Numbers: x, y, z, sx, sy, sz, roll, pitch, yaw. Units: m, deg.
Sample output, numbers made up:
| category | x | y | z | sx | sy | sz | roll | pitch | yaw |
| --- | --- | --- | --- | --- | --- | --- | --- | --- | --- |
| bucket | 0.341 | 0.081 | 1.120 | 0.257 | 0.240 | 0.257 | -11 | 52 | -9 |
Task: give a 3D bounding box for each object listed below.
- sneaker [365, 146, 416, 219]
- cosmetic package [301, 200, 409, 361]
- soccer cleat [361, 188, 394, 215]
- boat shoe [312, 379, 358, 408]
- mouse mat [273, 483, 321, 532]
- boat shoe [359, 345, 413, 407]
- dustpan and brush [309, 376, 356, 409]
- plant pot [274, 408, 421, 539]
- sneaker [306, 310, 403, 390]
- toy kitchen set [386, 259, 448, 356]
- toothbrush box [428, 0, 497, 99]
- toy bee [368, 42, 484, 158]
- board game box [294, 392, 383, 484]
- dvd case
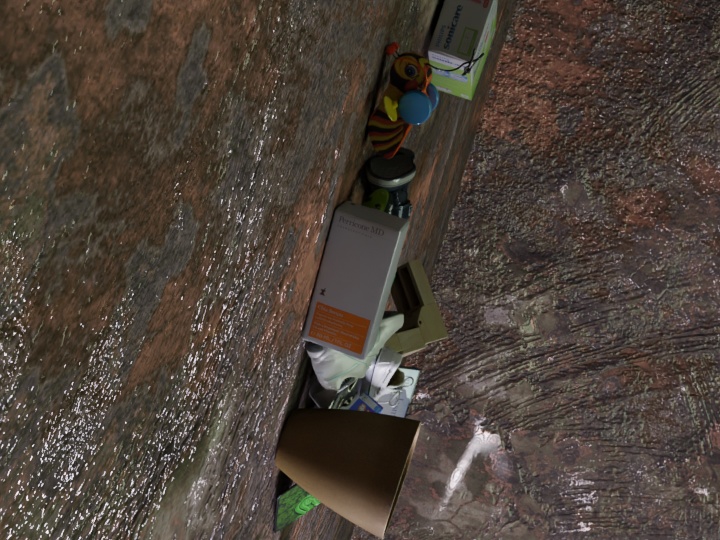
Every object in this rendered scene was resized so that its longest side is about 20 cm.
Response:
| category | x | y | z | sx | sy | sz | roll | pitch | yaw |
| --- | --- | --- | --- | --- | --- | --- | --- | --- | --- |
| sneaker | 0.040 | -0.106 | 1.713 | 0.202 | 0.076 | 0.148 | -52 | 156 | -72 |
| cosmetic package | -0.007 | 0.014 | 1.566 | 0.071 | 0.100 | 0.203 | -46 | 152 | -71 |
| soccer cleat | 0.014 | -0.028 | 1.635 | 0.068 | 0.080 | 0.202 | 46 | -60 | 50 |
| boat shoe | -0.032 | 0.199 | 1.902 | 0.074 | 0.060 | 0.202 | -24 | -138 | 57 |
| mouse mat | -0.080 | 0.379 | 1.878 | 0.160 | 0.008 | 0.201 | -30 | 158 | -21 |
| boat shoe | 0.050 | 0.194 | 1.932 | 0.203 | 0.085 | 0.075 | 98 | 14 | -57 |
| dustpan and brush | -0.052 | 0.196 | 1.801 | 0.200 | 0.057 | 0.140 | -40 | -166 | 40 |
| plant pot | -0.026 | 0.293 | 1.704 | 0.186 | 0.197 | 0.189 | 18 | 90 | -81 |
| sneaker | -0.005 | 0.118 | 1.694 | 0.199 | 0.070 | 0.081 | -27 | 111 | -41 |
| toy kitchen set | 0.039 | 0.103 | 2.288 | 0.198 | 0.183 | 0.162 | -12 | 168 | -44 |
| toothbrush box | 0.183 | -0.411 | 1.946 | 0.200 | 0.085 | 0.147 | 58 | 51 | -78 |
| toy bee | 0.066 | -0.262 | 1.538 | 0.200 | 0.109 | 0.131 | -48 | -176 | 8 |
| board game box | -0.043 | 0.320 | 1.939 | 0.134 | 0.045 | 0.201 | -42 | 165 | -41 |
| dvd case | 0.014 | 0.241 | 2.044 | 0.017 | 0.198 | 0.145 | 28 | -75 | 52 |
